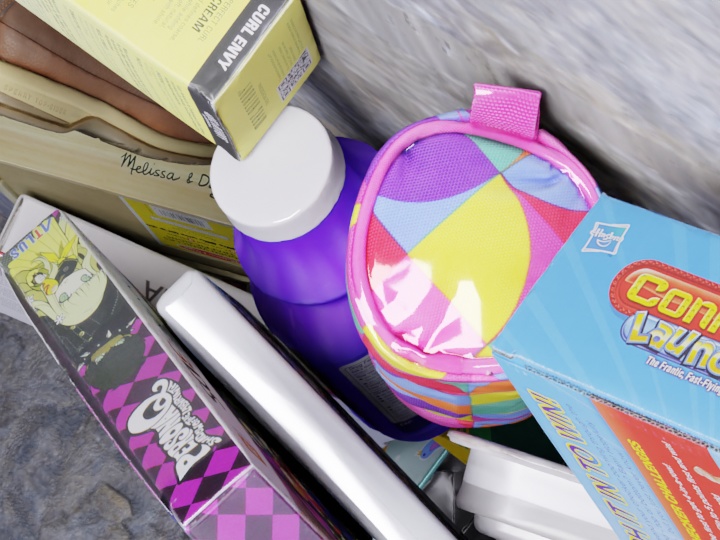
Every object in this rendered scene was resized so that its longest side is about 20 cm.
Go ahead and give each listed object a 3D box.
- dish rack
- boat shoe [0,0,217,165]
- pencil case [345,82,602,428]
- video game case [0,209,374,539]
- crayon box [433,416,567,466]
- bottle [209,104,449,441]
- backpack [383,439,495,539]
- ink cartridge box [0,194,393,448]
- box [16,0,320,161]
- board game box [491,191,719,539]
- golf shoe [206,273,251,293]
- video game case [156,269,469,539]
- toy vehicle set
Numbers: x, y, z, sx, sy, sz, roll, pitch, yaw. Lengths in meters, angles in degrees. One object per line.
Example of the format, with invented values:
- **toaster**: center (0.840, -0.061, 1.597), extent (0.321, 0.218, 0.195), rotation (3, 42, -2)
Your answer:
- **dish rack**: center (0.125, 0.110, 0.922), extent (0.198, 0.044, 0.172), rotation (17, 176, 7)
- **boat shoe**: center (-0.103, -0.087, 0.981), extent (0.072, 0.068, 0.200), rotation (22, -176, 29)
- **pencil case**: center (0.039, 0.003, 0.793), extent (0.088, 0.089, 0.200), rotation (36, 173, 6)
- **video game case**: center (-0.033, 0.086, 0.886), extent (0.200, 0.036, 0.181), rotation (49, 179, -39)
- **crayon box**: center (0.140, 0.118, 1.129), extent (0.200, 0.058, 0.172), rotation (38, 174, -17)
- **bottle**: center (0.000, 0.000, 0.947), extent (0.065, 0.084, 0.200), rotation (38, 175, 29)
- **backpack**: center (0.051, 0.163, 1.279), extent (0.176, 0.201, 0.153), rotation (39, 173, -25)
- **ink cartridge box**: center (-0.071, 0.025, 1.116), extent (0.199, 0.045, 0.176), rotation (24, 168, -5)
- **box**: center (-0.109, -0.120, 0.849), extent (0.199, 0.050, 0.075), rotation (35, 173, 13)
- **board game box**: center (0.156, 0.084, 0.654), extent (0.195, 0.056, 0.200), rotation (23, 159, 40)
- **golf shoe**: center (-0.084, -0.030, 1.229), extent (0.200, 0.075, 0.092), rotation (38, 176, 1)
- **video game case**: center (0.007, 0.083, 0.919), extent (0.200, 0.023, 0.182), rotation (46, 178, 4)
- **toy vehicle set**: center (-0.069, -0.024, 1.107), extent (0.198, 0.027, 0.124), rotation (16, 169, 11)
